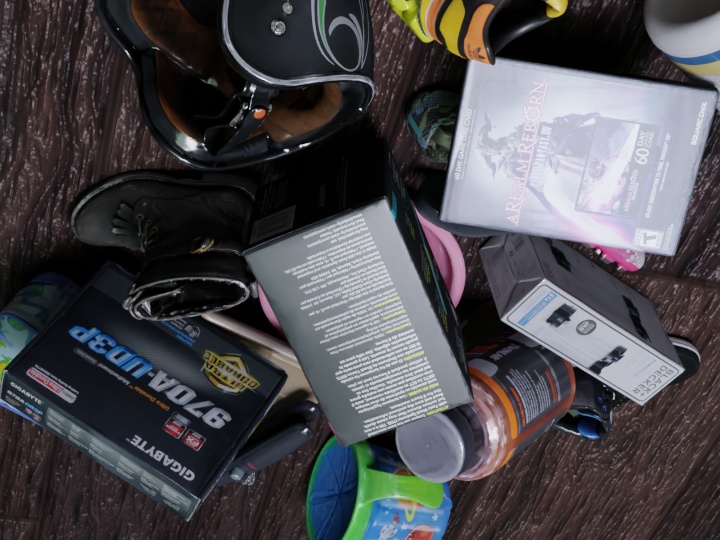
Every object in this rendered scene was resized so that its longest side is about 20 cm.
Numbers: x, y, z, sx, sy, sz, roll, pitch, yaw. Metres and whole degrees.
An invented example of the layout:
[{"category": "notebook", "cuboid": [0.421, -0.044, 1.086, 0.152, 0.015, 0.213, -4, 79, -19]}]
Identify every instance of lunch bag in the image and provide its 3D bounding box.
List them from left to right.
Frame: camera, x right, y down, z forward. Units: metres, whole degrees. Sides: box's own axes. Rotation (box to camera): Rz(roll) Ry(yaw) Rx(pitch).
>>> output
[{"category": "lunch bag", "cuboid": [-0.262, 0.104, 1.122, 0.200, 0.083, 0.161, 28, 135, 0]}]

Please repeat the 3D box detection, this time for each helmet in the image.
[{"category": "helmet", "cuboid": [-0.092, -0.192, 0.871, 0.200, 0.191, 0.200, -21, 169, -4]}]

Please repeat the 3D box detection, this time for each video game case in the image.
[{"category": "video game case", "cuboid": [0.173, -0.093, 0.935, 0.199, 0.019, 0.143, 8, 114, -2]}]

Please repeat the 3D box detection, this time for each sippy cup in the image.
[{"category": "sippy cup", "cuboid": [0.025, 0.257, 1.286, 0.130, 0.178, 0.140, 15, 102, -24]}]

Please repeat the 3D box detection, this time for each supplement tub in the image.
[{"category": "supplement tub", "cuboid": [0.114, 0.127, 1.075, 0.107, 0.200, 0.107, 11, 109, 32]}, {"category": "supplement tub", "cuboid": [0.344, -0.187, 0.949, 0.200, 0.145, 0.145, 36, 118, -29]}]

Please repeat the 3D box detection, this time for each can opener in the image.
[{"category": "can opener", "cuboid": [-0.109, 0.182, 1.200, 0.079, 0.064, 0.200, 30, 146, -29]}]

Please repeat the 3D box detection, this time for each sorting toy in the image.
[{"category": "sorting toy", "cuboid": [-0.127, 0.098, 1.170, 0.185, 0.037, 0.200, 27, 145, -25]}]

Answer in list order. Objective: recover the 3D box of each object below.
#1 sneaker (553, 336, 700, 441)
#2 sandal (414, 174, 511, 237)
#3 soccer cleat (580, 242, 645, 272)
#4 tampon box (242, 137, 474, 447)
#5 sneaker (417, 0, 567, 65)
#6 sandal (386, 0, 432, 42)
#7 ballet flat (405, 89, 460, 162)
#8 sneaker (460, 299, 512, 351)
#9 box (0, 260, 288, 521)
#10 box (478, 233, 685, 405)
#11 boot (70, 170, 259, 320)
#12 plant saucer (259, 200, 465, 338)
[{"category": "sneaker", "cuboid": [0.271, 0.131, 1.220, 0.199, 0.112, 0.073, -2, 130, -4]}, {"category": "sandal", "cuboid": [0.143, -0.068, 1.076, 0.200, 0.076, 0.043, 2, 131, -21]}, {"category": "soccer cleat", "cuboid": [0.190, -0.078, 0.990, 0.200, 0.070, 0.086, 38, 97, -22]}, {"category": "tampon box", "cuboid": [0.001, 0.017, 0.998, 0.126, 0.150, 0.200, -20, 113, 9]}, {"category": "sneaker", "cuboid": [0.143, -0.231, 0.891, 0.200, 0.090, 0.070, -40, 143, -6]}, {"category": "sandal", "cuboid": [0.021, -0.275, 0.896, 0.087, 0.080, 0.200, -40, 127, 9]}, {"category": "ballet flat", "cuboid": [0.136, -0.108, 1.041, 0.199, 0.074, 0.074, 8, 128, -13]}, {"category": "sneaker", "cuboid": [0.112, 0.130, 1.217, 0.067, 0.090, 0.200, 20, 124, -20]}, {"category": "box", "cuboid": [-0.187, 0.101, 1.018, 0.200, 0.159, 0.046, 33, 138, 4]}, {"category": "box", "cuboid": [0.217, 0.039, 1.137, 0.200, 0.117, 0.060, 29, 118, -27]}, {"category": "boot", "cuboid": [-0.176, -0.018, 1.002, 0.199, 0.174, 0.069, -8, 123, 10]}, {"category": "plant saucer", "cuboid": [0.000, 0.000, 1.126, 0.200, 0.051, 0.201, -2, 129, -3]}]
